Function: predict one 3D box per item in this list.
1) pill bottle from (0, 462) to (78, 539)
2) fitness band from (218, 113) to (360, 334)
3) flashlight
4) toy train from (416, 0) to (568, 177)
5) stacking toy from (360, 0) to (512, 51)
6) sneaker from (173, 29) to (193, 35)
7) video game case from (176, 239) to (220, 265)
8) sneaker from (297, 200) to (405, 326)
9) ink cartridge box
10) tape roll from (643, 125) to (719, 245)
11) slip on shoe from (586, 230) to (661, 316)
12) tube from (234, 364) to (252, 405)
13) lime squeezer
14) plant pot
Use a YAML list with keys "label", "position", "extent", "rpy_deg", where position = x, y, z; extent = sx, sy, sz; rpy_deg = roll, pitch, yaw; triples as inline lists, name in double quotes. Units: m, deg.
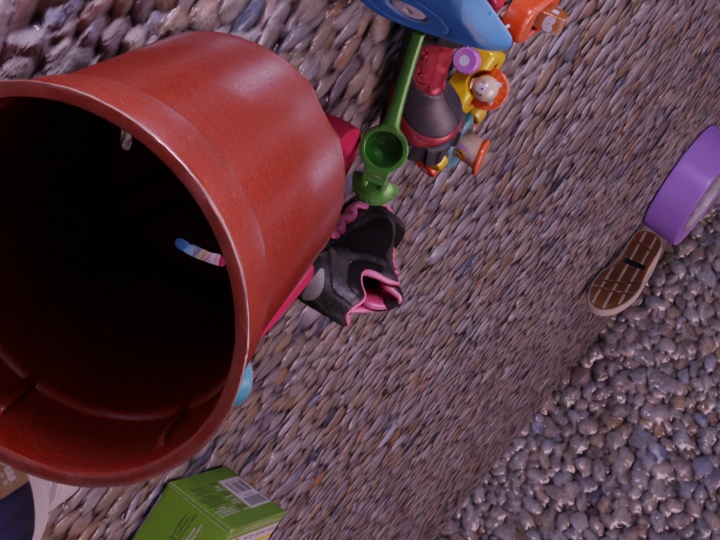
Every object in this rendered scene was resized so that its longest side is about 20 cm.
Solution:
- label: "pill bottle"
  position: [-0.239, 0.130, 0.999]
  extent: [0.200, 0.111, 0.111]
  rpy_deg: [-34, 157, -54]
- label: "fitness band"
  position: [-0.054, -0.032, 1.314]
  extent: [0.200, 0.037, 0.144]
  rpy_deg: [-52, 163, -55]
- label: "flashlight"
  position: [0.058, -0.152, 1.376]
  extent: [0.067, 0.068, 0.200]
  rpy_deg: [-13, 158, -15]
- label: "toy train"
  position: [0.120, -0.160, 1.603]
  extent: [0.150, 0.056, 0.200]
  rpy_deg: [-38, 159, -47]
- label: "stacking toy"
  position: [0.072, -0.251, 1.167]
  extent: [0.201, 0.109, 0.116]
  rpy_deg: [-64, 152, -7]
- label: "sneaker"
  position: [-0.069, -0.083, 1.113]
  extent: [0.075, 0.078, 0.200]
  rpy_deg: [-55, 166, 8]
- label: "video game case"
  position: [-0.120, 0.019, 1.320]
  extent: [0.143, 0.018, 0.200]
  rpy_deg: [-47, 165, -23]
- label: "sneaker"
  position: [0.000, 0.000, 1.513]
  extent: [0.079, 0.095, 0.200]
  rpy_deg: [-61, 166, 23]
- label: "ink cartridge box"
  position: [-0.171, 0.285, 1.674]
  extent: [0.200, 0.076, 0.148]
  rpy_deg: [-57, 166, 9]
- label: "tape roll"
  position: [0.553, -0.141, 3.058]
  extent: [0.200, 0.066, 0.200]
  rpy_deg: [-50, 166, -18]
- label: "slip on shoe"
  position: [0.430, 0.016, 3.019]
  extent: [0.200, 0.076, 0.061]
  rpy_deg: [-53, 162, -37]
- label: "tube"
  position: [-0.163, 0.089, 1.261]
  extent: [0.199, 0.050, 0.078]
  rpy_deg: [-15, 138, -43]
- label: "lime squeezer"
  position: [0.023, -0.090, 1.368]
  extent: [0.071, 0.038, 0.200]
  rpy_deg: [-50, 166, -28]
- label: "plant pot"
  position: [-0.109, -0.025, 0.927]
  extent: [0.201, 0.200, 0.195]
  rpy_deg: [-61, 173, 29]
